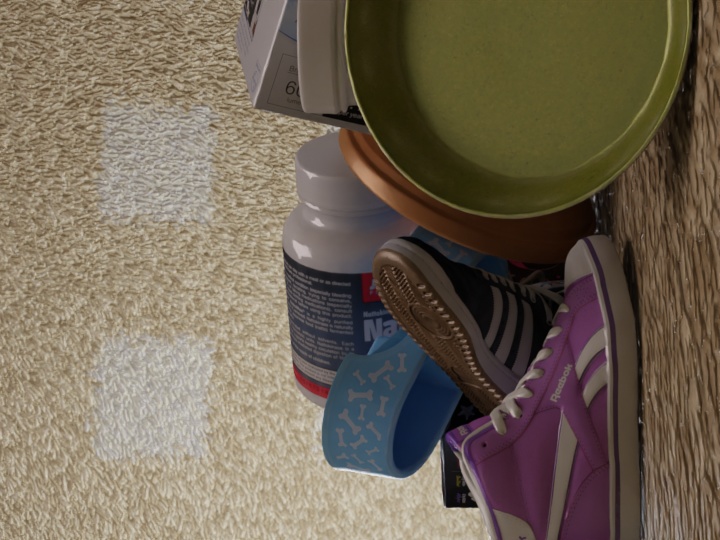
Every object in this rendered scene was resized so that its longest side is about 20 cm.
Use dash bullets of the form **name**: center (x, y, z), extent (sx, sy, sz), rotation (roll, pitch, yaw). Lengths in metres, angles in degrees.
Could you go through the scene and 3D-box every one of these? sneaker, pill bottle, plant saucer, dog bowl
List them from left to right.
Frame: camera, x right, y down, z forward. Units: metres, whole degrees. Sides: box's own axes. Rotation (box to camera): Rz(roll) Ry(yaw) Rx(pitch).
- **pill bottle**: center (0.000, 0.000, 1.067), extent (0.120, 0.119, 0.200), rotation (-85, -8, -61)
- **dog bowl**: center (0.044, 0.057, 0.959), extent (0.200, 0.050, 0.112), rotation (-61, -28, -17)
- **pill bottle**: center (0.065, -0.137, 0.816), extent (0.112, 0.200, 0.112), rotation (0, -90, -88)
- **plant saucer**: center (0.083, -0.076, 0.989), extent (0.200, 0.200, 0.037), rotation (-85, 17, -60)
- **sneaker**: center (0.092, 0.019, 0.895), extent (0.109, 0.070, 0.200), rotation (-52, -54, -17)
- **plant saucer**: center (0.081, -0.128, 0.708), extent (0.031, 0.200, 0.200), rotation (-11, -77, -55)
- **sneaker**: center (0.109, 0.072, 0.832), extent (0.073, 0.114, 0.201), rotation (79, -167, -70)

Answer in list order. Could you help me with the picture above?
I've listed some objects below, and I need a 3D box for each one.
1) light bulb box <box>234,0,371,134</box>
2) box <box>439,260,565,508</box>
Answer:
- **light bulb box**: center (0.038, -0.202, 0.922), extent (0.125, 0.198, 0.200), rotation (-110, 35, -55)
- **box**: center (0.120, 0.072, 1.082), extent (0.132, 0.115, 0.200), rotation (83, -172, -55)
